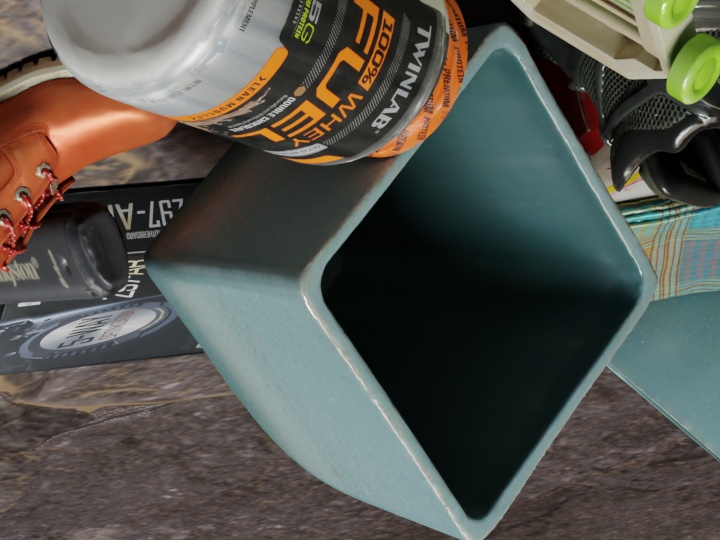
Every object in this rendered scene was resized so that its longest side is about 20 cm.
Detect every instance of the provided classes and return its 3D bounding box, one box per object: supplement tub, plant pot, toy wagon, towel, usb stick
[{"bbox_3d":[-0.043,-0.119,1.170,0.122,0.123,0.200,-23,158,30],"label":"supplement tub"},{"bbox_3d":[0.000,0.000,1.365,0.199,0.197,0.196,6,139,46],"label":"plant pot"},{"bbox_3d":[0.088,-0.153,1.131,0.040,0.155,0.200,-50,153,-11],"label":"toy wagon"},{"bbox_3d":[0.169,-0.007,1.546,0.199,0.022,0.147,-10,158,0],"label":"towel"},{"bbox_3d":[0.230,0.031,1.697,0.135,0.200,0.200,-49,156,1],"label":"plant pot"},{"bbox_3d":[-0.189,-0.008,1.416,0.033,0.056,0.200,-23,-169,-32],"label":"usb stick"}]

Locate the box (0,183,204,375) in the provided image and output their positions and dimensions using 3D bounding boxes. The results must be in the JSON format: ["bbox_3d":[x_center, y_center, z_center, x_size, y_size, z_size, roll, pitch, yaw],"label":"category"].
[{"bbox_3d":[-0.150,0.006,1.577,0.159,0.044,0.200,-5,160,-18],"label":"box"}]

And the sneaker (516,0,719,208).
[{"bbox_3d":[0.136,-0.092,1.295,0.076,0.115,0.199,-4,-173,-24],"label":"sneaker"}]

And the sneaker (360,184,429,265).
[{"bbox_3d":[0.009,-0.016,1.526,0.090,0.067,0.200,38,143,-8],"label":"sneaker"}]

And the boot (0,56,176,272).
[{"bbox_3d":[-0.178,-0.046,1.324,0.199,0.108,0.075,-16,158,7],"label":"boot"}]

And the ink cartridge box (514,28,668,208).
[{"bbox_3d":[0.147,-0.086,1.457,0.199,0.068,0.116,-2,158,-25],"label":"ink cartridge box"}]
